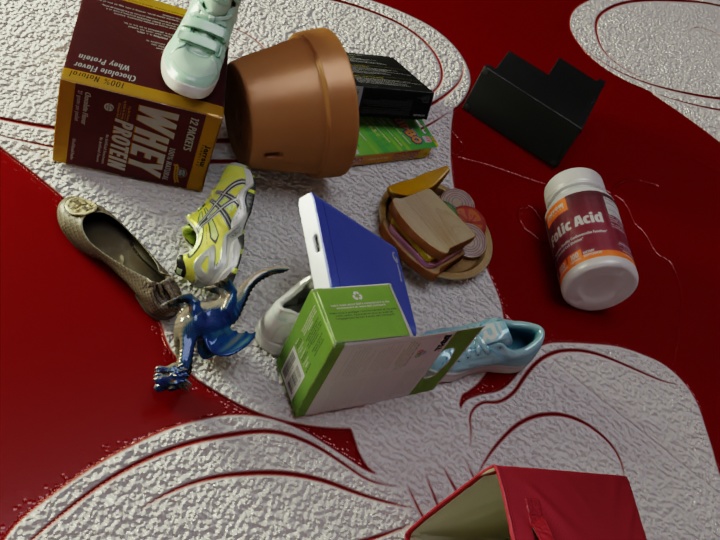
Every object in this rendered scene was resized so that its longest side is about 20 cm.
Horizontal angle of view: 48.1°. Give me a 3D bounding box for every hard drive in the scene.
[{"bbox_3d":[0.000,0.000,0.992,0.199,0.025,0.134,30,42,-53],"label":"hard drive"}]

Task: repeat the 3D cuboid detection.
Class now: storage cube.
[{"bbox_3d":[0.171,0.311,0.795,0.177,0.201,0.173,11,48,-26],"label":"storage cube"}]

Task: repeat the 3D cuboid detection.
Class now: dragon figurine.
[{"bbox_3d":[-0.159,0.066,0.909,0.198,0.058,0.101,-23,93,-38],"label":"dragon figurine"}]

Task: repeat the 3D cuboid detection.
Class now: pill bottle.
[{"bbox_3d":[0.344,-0.052,1.229,0.112,0.115,0.203,12,49,-17],"label":"pill bottle"}]

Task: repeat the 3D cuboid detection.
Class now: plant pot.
[{"bbox_3d":[-0.103,-0.219,1.095,0.138,0.201,0.202,-11,58,-23],"label":"plant pot"}]

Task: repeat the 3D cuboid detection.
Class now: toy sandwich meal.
[{"bbox_3d":[0.112,-0.072,1.161,0.202,0.071,0.208,14,49,-16],"label":"toy sandwich meal"}]

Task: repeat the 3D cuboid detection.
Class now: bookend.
[{"bbox_3d":[0.313,-0.314,1.445,0.198,0.093,0.199,33,45,4],"label":"bookend"}]

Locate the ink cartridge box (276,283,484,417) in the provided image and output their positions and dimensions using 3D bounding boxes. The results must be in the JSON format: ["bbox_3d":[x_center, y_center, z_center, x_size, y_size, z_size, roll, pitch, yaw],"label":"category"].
[{"bbox_3d":[0.021,0.087,0.932,0.197,0.149,0.077,-5,54,-30],"label":"ink cartridge box"}]

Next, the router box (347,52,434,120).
[{"bbox_3d":[-0.004,-0.294,1.269,0.197,0.052,0.150,-2,35,-29],"label":"router box"}]

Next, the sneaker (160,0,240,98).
[{"bbox_3d":[-0.190,-0.308,0.986,0.073,0.119,0.203,17,48,-14],"label":"sneaker"}]

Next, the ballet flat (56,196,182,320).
[{"bbox_3d":[-0.279,-0.024,0.943,0.200,0.047,0.067,45,47,13],"label":"ballet flat"}]

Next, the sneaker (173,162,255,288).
[{"bbox_3d":[-0.179,-0.065,1.008,0.075,0.076,0.202,16,47,-15],"label":"sneaker"}]

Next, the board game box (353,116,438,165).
[{"bbox_3d":[0.023,-0.212,1.263,0.197,0.030,0.096,-13,61,-31],"label":"board game box"}]

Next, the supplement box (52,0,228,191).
[{"bbox_3d":[-0.283,-0.239,1.058,0.194,0.134,0.203,11,49,-18],"label":"supplement box"}]

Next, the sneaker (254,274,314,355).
[{"bbox_3d":[-0.041,0.026,0.992,0.075,0.089,0.199,41,47,12],"label":"sneaker"}]

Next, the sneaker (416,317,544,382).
[{"bbox_3d":[0.150,0.089,1.040,0.197,0.082,0.075,-3,54,-28],"label":"sneaker"}]
